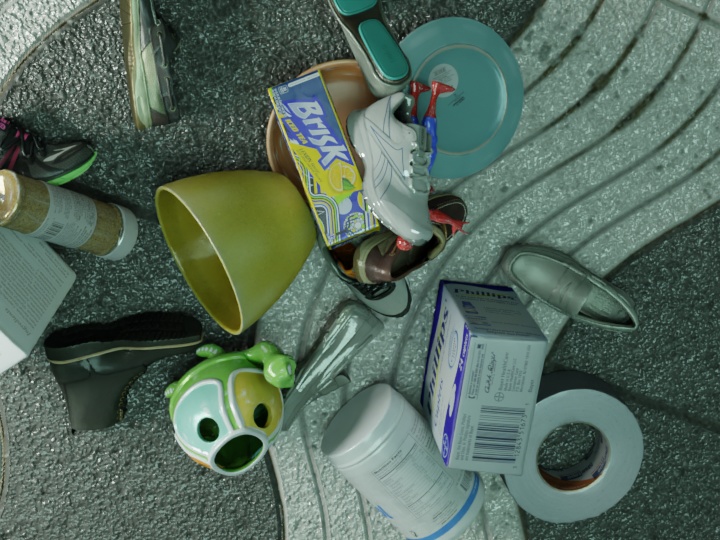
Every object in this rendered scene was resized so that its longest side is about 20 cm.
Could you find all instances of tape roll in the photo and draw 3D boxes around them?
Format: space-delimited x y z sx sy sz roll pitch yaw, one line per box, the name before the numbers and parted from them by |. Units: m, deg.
tape roll | 0.282 0.242 1.888 0.199 0.066 0.201 -2 108 -8

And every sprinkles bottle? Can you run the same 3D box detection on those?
sprinkles bottle | -0.353 -0.064 1.633 0.068 0.068 0.200 -55 146 11

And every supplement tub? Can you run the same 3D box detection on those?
supplement tub | 0.058 0.261 1.826 0.132 0.132 0.200 -42 108 6

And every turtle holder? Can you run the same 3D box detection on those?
turtle holder | -0.150 0.176 1.744 0.185 0.132 0.141 -26 132 2

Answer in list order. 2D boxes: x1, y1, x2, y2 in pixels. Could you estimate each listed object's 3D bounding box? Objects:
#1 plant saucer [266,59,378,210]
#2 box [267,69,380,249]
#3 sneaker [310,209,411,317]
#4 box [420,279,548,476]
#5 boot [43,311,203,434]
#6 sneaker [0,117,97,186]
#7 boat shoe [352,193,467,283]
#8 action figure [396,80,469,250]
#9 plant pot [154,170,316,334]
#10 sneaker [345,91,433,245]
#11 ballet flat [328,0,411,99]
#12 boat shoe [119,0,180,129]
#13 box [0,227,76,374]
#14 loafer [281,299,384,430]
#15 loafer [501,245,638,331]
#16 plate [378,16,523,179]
plant saucer | -0.019 -0.166 1.722 0.199 0.037 0.201 -3 109 -8
box | -0.043 -0.131 1.639 0.070 0.064 0.201 -21 86 -1
sneaker | 0.000 0.000 1.743 0.074 0.080 0.200 -29 128 16
box | 0.153 0.132 1.760 0.104 0.200 0.185 6 107 -9
boot | -0.292 0.134 1.770 0.199 0.078 0.139 -6 115 5
sneaker | -0.416 -0.142 1.650 0.199 0.077 0.084 -1 113 -9
boat shoe | 0.079 -0.037 1.713 0.200 0.072 0.073 -30 118 -41
action figure | 0.088 -0.118 1.663 0.099 0.065 0.201 15 87 -41
plant pot | -0.139 -0.044 1.679 0.142 0.200 0.201 -30 111 -20
sneaker | 0.046 -0.122 1.593 0.087 0.201 0.074 -33 151 28
ballet flat | -0.001 -0.295 1.657 0.067 0.064 0.201 -19 78 -21
boat shoe | -0.247 -0.269 1.640 0.066 0.072 0.202 -7 110 -17
box | -0.485 0.025 1.613 0.199 0.172 0.200 -30 111 27
loafer | -0.045 0.133 1.800 0.070 0.070 0.200 34 101 -11
loafer | 0.278 0.024 1.804 0.199 0.070 0.070 22 104 -15
plate | 0.118 -0.212 1.708 0.199 0.026 0.201 -5 103 -21
